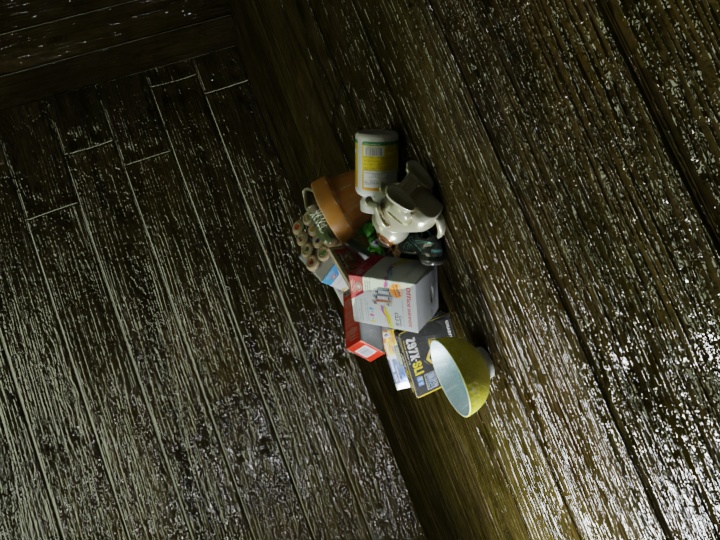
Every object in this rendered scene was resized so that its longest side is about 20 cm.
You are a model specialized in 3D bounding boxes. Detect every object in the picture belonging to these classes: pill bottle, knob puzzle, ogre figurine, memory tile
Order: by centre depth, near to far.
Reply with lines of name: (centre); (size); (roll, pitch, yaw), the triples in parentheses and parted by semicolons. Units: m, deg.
pill bottle: (0.041, -0.253, 1.347); (0.113, 0.112, 0.202); (-133, 40, -62)
knob puzzle: (0.000, 0.000, 1.547); (0.219, 0.030, 0.221); (43, -154, -27)
memory tile: (-0.140, -0.113, 1.664); (0.017, 0.153, 0.201); (26, -147, -52)
ogre figurine: (0.031, -0.140, 1.762); (0.120, 0.097, 0.202); (40, -138, -77)

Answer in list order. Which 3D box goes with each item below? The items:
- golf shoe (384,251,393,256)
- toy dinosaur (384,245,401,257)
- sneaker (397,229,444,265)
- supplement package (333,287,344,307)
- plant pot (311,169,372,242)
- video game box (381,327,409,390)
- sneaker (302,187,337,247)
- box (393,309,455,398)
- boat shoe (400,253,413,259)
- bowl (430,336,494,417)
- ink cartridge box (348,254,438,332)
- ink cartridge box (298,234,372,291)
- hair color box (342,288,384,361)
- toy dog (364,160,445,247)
golf shoe: (0.088, 0.028, 1.624); (0.092, 0.075, 0.201); (101, -175, -50)
toy dinosaur: (0.117, -0.094, 1.517); (0.106, 0.060, 0.202); (-120, 40, -53)
sneaker: (0.159, -0.075, 1.359); (0.200, 0.075, 0.080); (-146, 50, -61)
supplement package: (0.013, 0.073, 1.886); (0.200, 0.147, 0.192); (42, -164, -55)
plant pot: (-0.020, -0.213, 1.554); (0.201, 0.182, 0.200); (61, -173, -13)
video game box: (0.168, 0.240, 1.541); (0.047, 0.180, 0.202); (-79, -28, -72)
sneaker: (-0.133, -0.170, 1.609); (0.090, 0.067, 0.202); (40, -154, -58)
box: (0.194, 0.231, 1.460); (0.049, 0.158, 0.202); (-145, 36, -70)
boat shoe: (0.150, 0.048, 1.566); (0.068, 0.071, 0.202); (149, 101, -80)
bowl: (0.263, 0.244, 1.287); (0.200, 0.107, 0.202); (159, 90, -78)
ink cartridge box: (0.093, 0.058, 1.406); (0.198, 0.144, 0.147); (7, 116, 30)
ink cartridge box: (-0.065, -0.034, 1.723); (0.146, 0.147, 0.200); (44, -170, 35)
hair color box: (0.008, 0.148, 1.505); (0.101, 0.061, 0.201); (33, -143, -34)
toy dog: (0.104, -0.140, 1.272); (0.193, 0.140, 0.200); (35, 149, -10)
